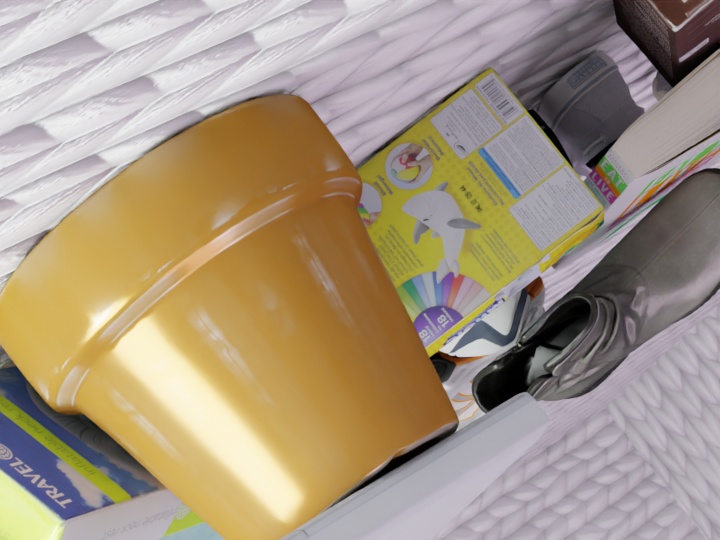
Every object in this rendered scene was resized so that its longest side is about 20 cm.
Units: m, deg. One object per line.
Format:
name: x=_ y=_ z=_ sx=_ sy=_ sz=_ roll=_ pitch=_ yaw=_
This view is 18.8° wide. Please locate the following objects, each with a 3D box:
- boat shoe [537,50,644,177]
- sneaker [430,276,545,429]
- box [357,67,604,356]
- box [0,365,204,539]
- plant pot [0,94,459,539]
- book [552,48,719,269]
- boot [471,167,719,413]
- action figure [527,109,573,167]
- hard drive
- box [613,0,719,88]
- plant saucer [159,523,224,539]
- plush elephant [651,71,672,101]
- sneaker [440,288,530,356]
boat shoe: x=0.167 y=-0.094 z=1.538 sx=0.072 sy=0.069 sz=0.200 roll=-35 pitch=169 yaw=-13
sneaker: x=0.060 y=0.087 z=1.462 sx=0.200 sy=0.076 sz=0.092 roll=-37 pitch=126 yaw=-21
box: x=0.036 y=-0.016 z=1.320 sx=0.200 sy=0.117 sz=0.048 roll=-36 pitch=168 yaw=-2
box: x=-0.163 y=0.101 z=1.133 sx=0.200 sy=0.122 sz=0.048 roll=-11 pitch=131 yaw=-63
plant pot: x=-0.054 y=0.044 z=1.101 sx=0.200 sy=0.183 sz=0.200 roll=-36 pitch=169 yaw=-8
book: x=0.190 y=-0.074 z=1.401 sx=0.134 sy=0.048 sz=0.200 roll=-35 pitch=172 yaw=-16
boot: x=0.163 y=0.020 z=1.380 sx=0.200 sy=0.068 sz=0.131 roll=-49 pitch=166 yaw=18
action figure: x=0.062 y=-0.023 z=1.519 sx=0.200 sy=0.069 sz=0.130 roll=-41 pitch=176 yaw=35
hard drive: x=-0.003 y=0.136 z=1.085 sx=0.200 sy=0.027 sz=0.132 roll=-25 pitch=163 yaw=-46
box: x=0.209 y=-0.178 z=1.319 sx=0.100 sy=0.075 sz=0.200 roll=-39 pitch=171 yaw=4
plant saucer: x=-0.115 y=0.120 z=1.320 sx=0.201 sy=0.201 sz=0.039 roll=-30 pitch=-157 yaw=-33
plush elephant: x=0.301 y=-0.127 z=1.551 sx=0.200 sy=0.164 sz=0.155 roll=94 pitch=3 yaw=-58
sneaker: x=0.000 y=0.000 z=1.416 sx=0.199 sy=0.130 sz=0.080 roll=-4 pitch=-139 yaw=28
